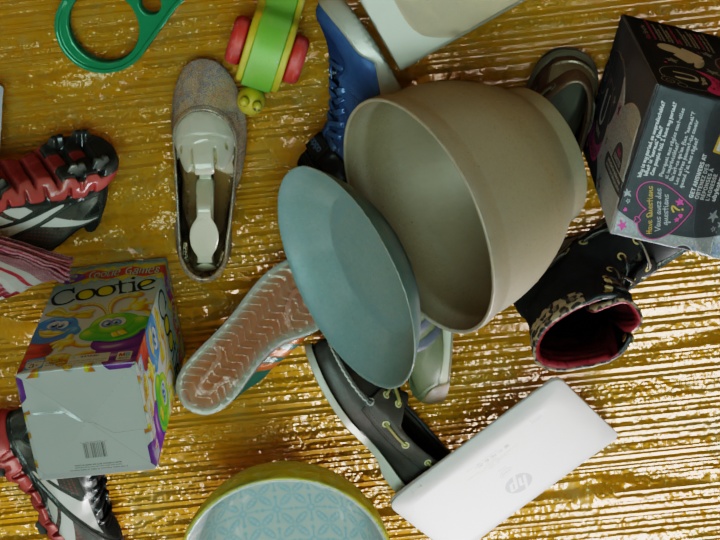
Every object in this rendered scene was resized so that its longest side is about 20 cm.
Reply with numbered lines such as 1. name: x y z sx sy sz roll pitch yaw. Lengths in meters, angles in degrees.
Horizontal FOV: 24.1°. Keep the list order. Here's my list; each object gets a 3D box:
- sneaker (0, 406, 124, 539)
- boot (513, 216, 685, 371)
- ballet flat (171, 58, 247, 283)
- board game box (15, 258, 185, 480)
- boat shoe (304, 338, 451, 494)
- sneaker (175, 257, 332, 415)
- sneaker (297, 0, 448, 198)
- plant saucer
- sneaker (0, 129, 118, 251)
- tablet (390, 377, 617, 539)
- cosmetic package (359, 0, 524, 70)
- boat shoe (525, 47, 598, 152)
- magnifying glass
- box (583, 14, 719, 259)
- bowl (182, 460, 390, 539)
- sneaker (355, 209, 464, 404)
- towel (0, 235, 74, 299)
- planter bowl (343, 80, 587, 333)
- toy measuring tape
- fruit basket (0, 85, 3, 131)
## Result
1. sneaker: -0.268 0.202 1.586 0.097 0.071 0.201 -26 110 14
2. boot: 0.222 0.008 1.451 0.199 0.151 0.074 -21 113 10
3. ballet flat: -0.132 -0.080 1.459 0.067 0.067 0.202 0 114 0
4. board game box: -0.220 0.081 1.459 0.104 0.200 0.104 -6 115 4
5. boat shoe: 0.021 0.131 1.556 0.060 0.072 0.202 -30 119 12
6. sneaker: -0.087 0.051 1.525 0.200 0.080 0.072 -41 92 -3
7. sneaker: -0.014 -0.129 1.431 0.111 0.077 0.201 -29 118 3
8. plant saucer: 0.000 0.000 1.403 0.038 0.201 0.203 -26 116 -24
9. sneaker: -0.303 -0.053 1.436 0.199 0.071 0.099 -14 134 -25
10. tablet: 0.136 0.186 1.575 0.199 0.014 0.130 -38 135 12
11. cosmetic package: 0.099 -0.252 1.361 0.199 0.105 0.071 -29 111 11
12. boat shoe: 0.151 -0.092 1.450 0.075 0.072 0.202 13 114 -5
13. magnifying glass: -0.167 -0.228 1.404 0.199 0.022 0.080 -21 109 21
14. box: 0.257 -0.111 1.370 0.114 0.200 0.133 13 114 -4
15. bowl: -0.068 0.253 1.589 0.198 0.108 0.202 0 115 0
16. sneaker: 0.037 0.032 1.497 0.089 0.067 0.202 -2 124 -10
17. towel: -0.360 0.004 1.436 0.199 0.023 0.143 -17 156 40
18. planter bowl: 0.096 -0.069 1.352 0.134 0.200 0.202 -27 116 -24
19. toy measuring tape: -0.067 -0.218 1.395 0.073 0.074 0.201 17 114 -7
20. fruit basket: -0.415 -0.084 1.462 0.198 0.094 0.187 0 116 -17
